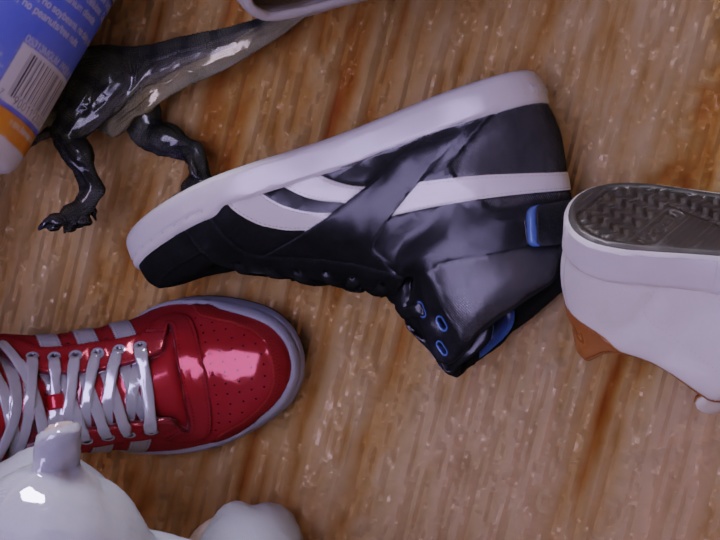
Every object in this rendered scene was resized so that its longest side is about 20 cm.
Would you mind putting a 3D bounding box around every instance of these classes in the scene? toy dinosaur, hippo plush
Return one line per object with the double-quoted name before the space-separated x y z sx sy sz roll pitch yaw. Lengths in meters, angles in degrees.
"toy dinosaur" -0.107 -0.066 1.142 0.199 0.047 0.089 -10 82 19
"hippo plush" -0.103 0.154 1.048 0.160 0.200 0.160 26 88 -18

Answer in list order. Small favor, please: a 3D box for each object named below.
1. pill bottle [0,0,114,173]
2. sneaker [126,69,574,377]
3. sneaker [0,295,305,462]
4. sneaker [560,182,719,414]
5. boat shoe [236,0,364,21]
"pill bottle" -0.148 -0.152 1.101 0.112 0.112 0.201 26 83 19
"sneaker" 0.000 0.000 1.084 0.199 0.073 0.112 -21 83 20
"sneaker" -0.131 0.053 1.118 0.199 0.112 0.072 -8 90 22
"sneaker" 0.179 0.019 1.028 0.199 0.073 0.085 10 127 15
"boat shoe" 0.038 -0.149 1.030 0.199 0.070 0.071 -17 126 -3
